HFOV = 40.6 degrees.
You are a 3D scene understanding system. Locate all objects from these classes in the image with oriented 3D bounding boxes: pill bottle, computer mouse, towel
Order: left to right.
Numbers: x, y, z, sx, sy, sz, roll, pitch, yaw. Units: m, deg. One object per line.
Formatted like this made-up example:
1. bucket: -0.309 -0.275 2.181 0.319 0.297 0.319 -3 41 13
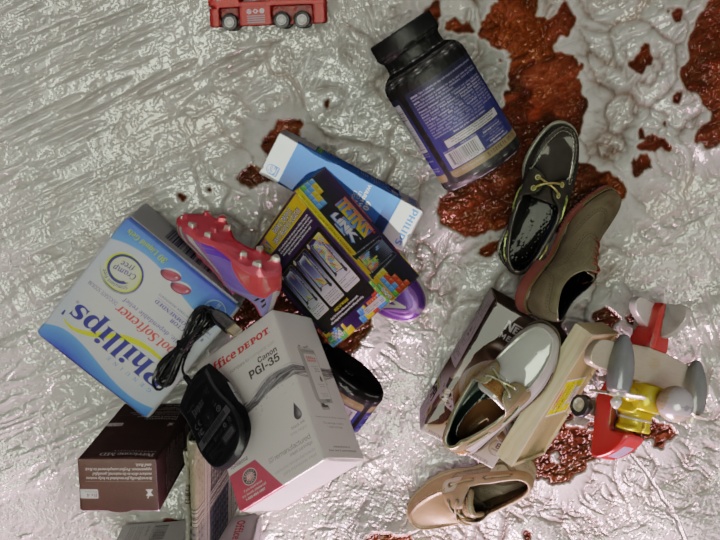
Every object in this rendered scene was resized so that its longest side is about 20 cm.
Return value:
1. towel: -0.197 0.267 1.267 0.034 0.193 0.202 6 105 9
2. computer mouse: -0.165 0.134 1.161 0.046 0.200 0.141 20 106 -47
3. pill bottle: -0.068 0.207 1.282 0.112 0.112 0.200 35 102 -6
4. pill bottle: 0.100 -0.208 1.187 0.111 0.112 0.201 -31 101 9

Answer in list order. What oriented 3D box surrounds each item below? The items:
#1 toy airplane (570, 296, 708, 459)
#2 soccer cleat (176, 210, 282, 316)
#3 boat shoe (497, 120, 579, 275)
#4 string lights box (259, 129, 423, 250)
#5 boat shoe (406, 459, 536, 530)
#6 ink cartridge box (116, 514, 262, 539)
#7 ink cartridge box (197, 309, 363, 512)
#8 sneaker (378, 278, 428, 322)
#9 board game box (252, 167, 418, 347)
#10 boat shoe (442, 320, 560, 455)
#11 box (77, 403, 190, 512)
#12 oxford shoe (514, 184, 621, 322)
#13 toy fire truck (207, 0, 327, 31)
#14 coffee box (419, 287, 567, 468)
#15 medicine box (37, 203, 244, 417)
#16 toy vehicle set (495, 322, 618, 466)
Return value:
1. toy airplane: 0.370 0.135 1.232 0.199 0.141 0.200 -27 124 -18
2. soccer cleat: -0.171 -0.014 1.221 0.199 0.066 0.077 30 121 38
3. boat shoe: 0.232 -0.090 1.236 0.071 0.061 0.202 17 103 -2
4. string lights box: -0.022 -0.103 1.219 0.199 0.103 0.059 29 99 -5
5. boat shoe: 0.145 0.308 1.320 0.199 0.065 0.071 -32 103 22
6. ink cartridge box: -0.238 0.410 1.326 0.198 0.145 0.084 -6 104 3
7. ink cartridge box: -0.103 0.171 1.185 0.146 0.083 0.201 -36 61 25
8. sneaker: 0.000 0.000 1.254 0.200 0.083 0.081 39 102 -8
9. board game box: -0.037 -0.009 1.167 0.057 0.200 0.166 -39 89 -29
10. boat shoe: 0.174 0.149 1.198 0.075 0.068 0.201 38 103 22
11. box: -0.286 0.237 1.259 0.099 0.200 0.076 0 103 2
12. oxford shoe: 0.279 -0.017 1.221 0.201 0.075 0.070 -55 136 -8
13. toy fire truck: -0.090 -0.368 1.187 0.198 0.049 0.142 -1 103 3
14. coffee box: 0.173 0.140 1.283 0.113 0.080 0.201 28 103 -3
15. medicine box: -0.278 0.051 1.265 0.182 0.103 0.200 39 101 -7
16. toy vehicle set: 0.258 0.159 1.265 0.026 0.124 0.201 35 104 26
